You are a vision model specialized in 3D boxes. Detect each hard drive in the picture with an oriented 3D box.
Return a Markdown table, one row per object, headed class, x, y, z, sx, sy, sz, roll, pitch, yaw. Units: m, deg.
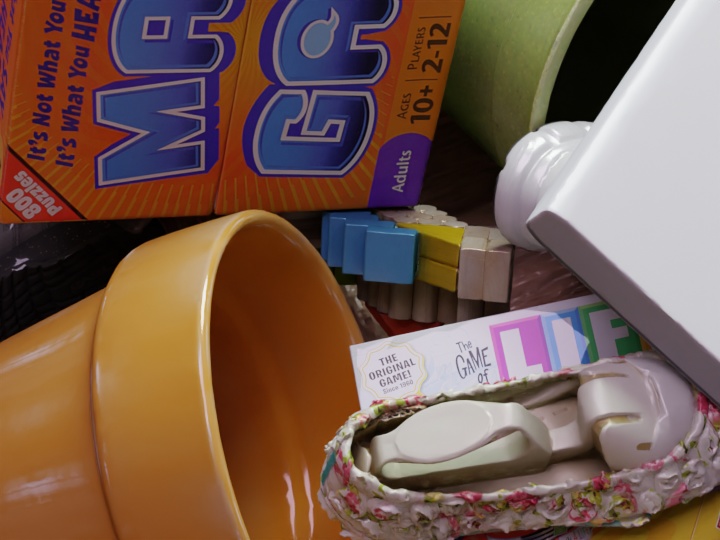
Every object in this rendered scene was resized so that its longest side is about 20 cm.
| class | x | y | z | sx | sy | sz | roll | pitch | yaw |
| --- | --- | --- | --- | --- | --- | --- | --- | --- | --- |
| hard drive | 0.167 | -0.047 | 1.241 | 0.132 | 0.027 | 0.200 | 41 | 56 | -9 |

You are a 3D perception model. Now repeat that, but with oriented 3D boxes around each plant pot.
| class | x | y | z | sx | sy | sz | roll | pitch | yaw |
| --- | --- | --- | --- | --- | --- | --- | --- | --- | --- |
| plant pot | 0.098 | -0.121 | 1.394 | 0.200 | 0.201 | 0.190 | -40 | 44 | -16 |
| plant pot | -0.103 | 0.093 | 1.278 | 0.182 | 0.200 | 0.201 | -15 | 53 | 20 |

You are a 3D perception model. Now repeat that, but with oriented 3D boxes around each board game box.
| class | x | y | z | sx | sy | sz | roll | pitch | yaw |
| --- | --- | --- | --- | --- | --- | --- | --- | --- | --- |
| board game box | 0.104 | 0.078 | 1.263 | 0.199 | 0.034 | 0.135 | -12 | 62 | 1 |
| board game box | -0.075 | -0.164 | 1.319 | 0.198 | 0.201 | 0.201 | -2 | 41 | -19 |

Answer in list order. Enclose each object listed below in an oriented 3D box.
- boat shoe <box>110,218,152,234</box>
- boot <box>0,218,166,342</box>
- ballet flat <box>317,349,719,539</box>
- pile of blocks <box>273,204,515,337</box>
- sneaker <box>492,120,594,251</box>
| class | x | y | z | sx | sy | sz | roll | pitch | yaw |
| --- | --- | --- | --- | --- | --- | --- | --- | --- | --- |
| boat shoe | -0.086 | -0.075 | 1.441 | 0.071 | 0.072 | 0.200 | 43 | 42 | -1 |
| boot | -0.199 | -0.020 | 1.449 | 0.199 | 0.068 | 0.131 | -20 | 49 | -12 |
| ballet flat | 0.079 | 0.071 | 1.214 | 0.199 | 0.064 | 0.076 | -14 | 63 | 0 |
| pile of blocks | 0.000 | 0.000 | 1.354 | 0.082 | 0.063 | 0.200 | -6 | 16 | -32 |
| sneaker | 0.154 | -0.030 | 1.304 | 0.199 | 0.074 | 0.080 | -14 | 30 | -38 |
